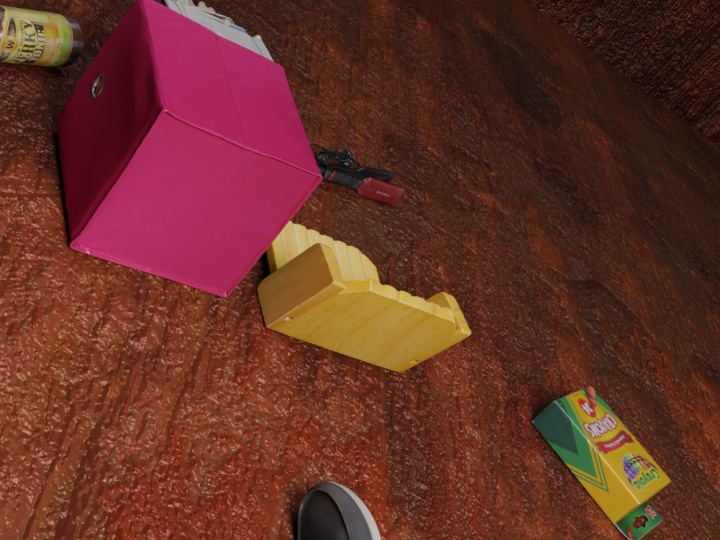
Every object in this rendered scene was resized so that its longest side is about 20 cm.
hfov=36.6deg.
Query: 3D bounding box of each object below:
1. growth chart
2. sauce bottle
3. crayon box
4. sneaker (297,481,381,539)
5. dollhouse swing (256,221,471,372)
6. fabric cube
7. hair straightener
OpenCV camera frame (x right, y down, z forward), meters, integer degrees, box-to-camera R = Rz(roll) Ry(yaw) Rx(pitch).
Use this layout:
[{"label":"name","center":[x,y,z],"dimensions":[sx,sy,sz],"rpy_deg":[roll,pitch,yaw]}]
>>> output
[{"label":"growth chart","center":[-0.212,-0.362,1.675],"dimensions":[0.199,0.018,0.145],"rpy_deg":[18,35,-38]},{"label":"sauce bottle","center":[-0.407,-0.267,1.232],"dimensions":[0.065,0.065,0.200],"rpy_deg":[51,30,18]},{"label":"crayon box","center":[0.329,0.252,1.439],"dimensions":[0.200,0.051,0.127],"rpy_deg":[52,28,18]},{"label":"sneaker","center":[-0.038,0.258,0.923],"dimensions":[0.106,0.075,0.201],"rpy_deg":[23,33,-36]},{"label":"dollhouse swing","center":[0.000,0.000,1.269],"dimensions":[0.199,0.181,0.177],"rpy_deg":[22,53,-32]},{"label":"fabric cube","center":[-0.190,-0.127,1.163],"dimensions":[0.199,0.196,0.200],"rpy_deg":[21,35,-36]},{"label":"hair straightener","center":[-0.024,-0.145,1.589],"dimensions":[0.199,0.041,0.077],"rpy_deg":[6,43,-42]}]
